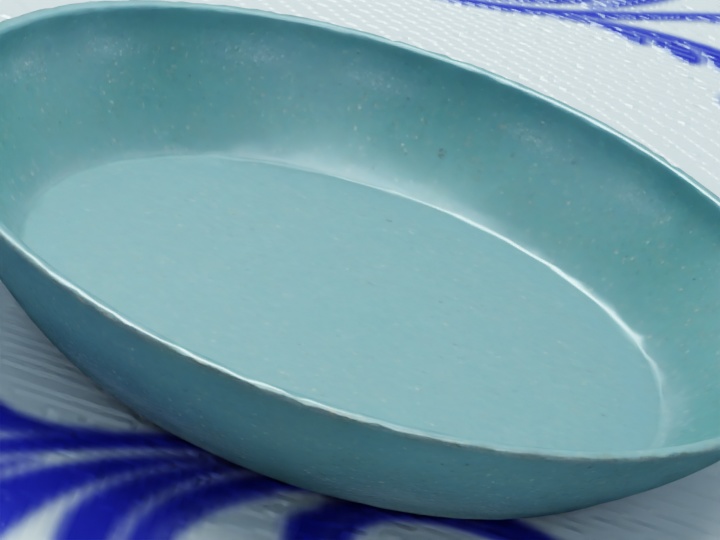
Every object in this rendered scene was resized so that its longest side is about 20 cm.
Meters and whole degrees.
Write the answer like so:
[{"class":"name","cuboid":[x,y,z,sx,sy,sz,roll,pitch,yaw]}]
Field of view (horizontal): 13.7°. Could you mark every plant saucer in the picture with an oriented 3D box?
[{"class":"plant saucer","cuboid":[0.000,0.000,0.651,0.199,0.036,0.200,14,25,-7]}]
